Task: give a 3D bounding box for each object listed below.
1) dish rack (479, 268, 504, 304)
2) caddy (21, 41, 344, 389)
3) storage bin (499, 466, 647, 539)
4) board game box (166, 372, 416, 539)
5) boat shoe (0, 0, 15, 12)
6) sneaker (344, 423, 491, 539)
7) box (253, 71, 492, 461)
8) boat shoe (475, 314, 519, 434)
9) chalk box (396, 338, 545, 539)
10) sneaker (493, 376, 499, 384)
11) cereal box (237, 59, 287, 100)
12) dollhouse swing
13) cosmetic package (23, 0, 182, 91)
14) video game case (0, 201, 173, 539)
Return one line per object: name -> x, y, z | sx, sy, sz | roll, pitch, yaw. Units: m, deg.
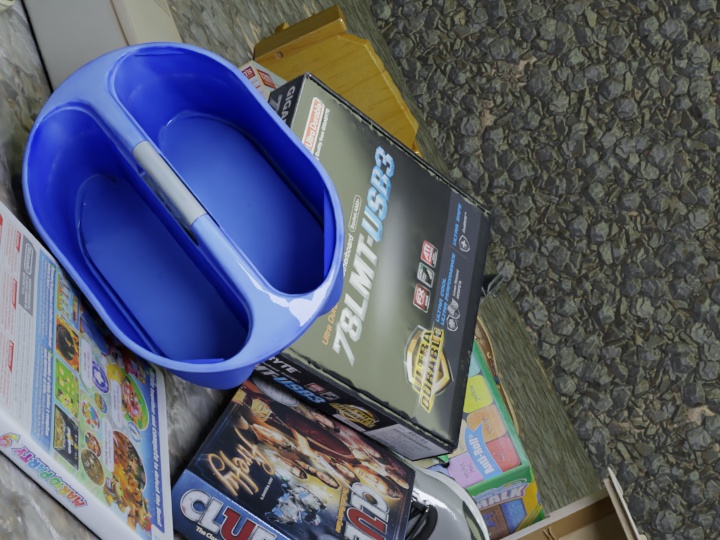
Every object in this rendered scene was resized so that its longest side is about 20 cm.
dish rack -> 0.031, 0.031, 1.068 | 0.200, 0.152, 0.055 | -38, 112, -59
caddy -> -0.094, -0.031, 0.698 | 0.200, 0.141, 0.105 | 49, -7, 17
storage bin -> 0.137, 0.274, 0.952 | 0.094, 0.199, 0.200 | 53, 14, -42
board game box -> -0.036, 0.134, 0.775 | 0.135, 0.035, 0.200 | 34, 13, -2
boat shoe -> -0.235, -0.206, 0.703 | 0.075, 0.074, 0.202 | 64, 11, 9
sneaker -> 0.008, 0.157, 0.912 | 0.200, 0.074, 0.079 | 40, 18, 19
box -> 0.000, 0.000, 0.876 | 0.198, 0.049, 0.202 | 35, 54, -32
boat shoe -> 0.105, 0.101, 1.286 | 0.202, 0.071, 0.068 | 65, 9, -2
chalk box -> 0.066, 0.146, 1.033 | 0.201, 0.123, 0.125 | 69, 0, -59
sneaker -> 0.109, 0.188, 1.166 | 0.074, 0.080, 0.202 | -1, 76, -73
cereal box -> -0.067, -0.117, 1.359 | 0.202, 0.039, 0.144 | 64, 11, 8
dollhouse swing -> -0.015, -0.233, 1.578 | 0.201, 0.180, 0.176 | 57, 32, -23
cosmetic package -> -0.154, -0.113, 0.870 | 0.202, 0.073, 0.103 | 66, 11, 21
video game case -> -0.156, 0.044, 0.628 | 0.200, 0.018, 0.144 | 54, 14, -38
